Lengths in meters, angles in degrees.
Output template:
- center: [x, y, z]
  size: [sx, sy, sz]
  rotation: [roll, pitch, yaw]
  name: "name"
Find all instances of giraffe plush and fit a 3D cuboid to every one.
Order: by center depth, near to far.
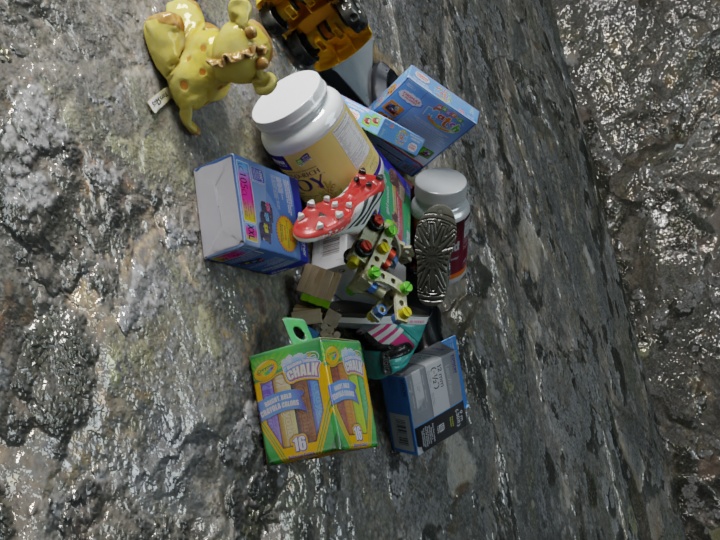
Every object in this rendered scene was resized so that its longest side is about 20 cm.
- center: [-0.192, -0.299, 1.439]
  size: [0.173, 0.162, 0.201]
  rotation: [53, 33, -36]
  name: "giraffe plush"

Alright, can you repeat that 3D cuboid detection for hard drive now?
- center: [-0.023, -0.412, 1.975]
  size: [0.140, 0.033, 0.201]
  rotation: [41, 41, -48]
  name: "hard drive"

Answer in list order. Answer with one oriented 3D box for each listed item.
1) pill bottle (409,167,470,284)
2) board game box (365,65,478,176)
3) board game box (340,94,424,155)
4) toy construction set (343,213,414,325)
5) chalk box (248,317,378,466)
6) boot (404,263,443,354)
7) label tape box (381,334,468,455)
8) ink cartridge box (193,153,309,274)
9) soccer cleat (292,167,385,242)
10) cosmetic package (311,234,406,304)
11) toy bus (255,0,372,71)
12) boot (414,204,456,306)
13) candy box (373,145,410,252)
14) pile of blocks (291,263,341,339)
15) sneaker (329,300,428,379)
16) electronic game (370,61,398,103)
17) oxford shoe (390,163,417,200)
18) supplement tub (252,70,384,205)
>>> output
- center: [0.147, -0.082, 1.953]
  size: [0.114, 0.114, 0.201]
  rotation: [-66, 160, -52]
  name: "pill bottle"
- center: [0.093, -0.263, 1.872]
  size: [0.151, 0.200, 0.037]
  rotation: [31, 53, -18]
  name: "board game box"
- center: [-0.007, -0.264, 1.771]
  size: [0.151, 0.200, 0.037]
  rotation: [14, 105, -60]
  name: "board game box"
- center: [0.038, -0.010, 1.651]
  size: [0.131, 0.092, 0.200]
  rotation: [38, 31, -14]
  name: "toy construction set"
- center: [-0.067, 0.162, 1.474]
  size: [0.124, 0.123, 0.201]
  rotation: [9, 68, -61]
  name: "chalk box"
- center: [0.094, 0.086, 1.886]
  size: [0.163, 0.073, 0.199]
  rotation: [52, 27, -42]
  name: "boot"
- center: [0.131, 0.211, 1.801]
  size: [0.200, 0.066, 0.144]
  rotation: [-21, 107, -40]
  name: "label tape box"
- center: [-0.146, -0.075, 1.508]
  size: [0.200, 0.076, 0.137]
  rotation: [17, 61, -61]
  name: "ink cartridge box"
- center: [-0.028, -0.079, 1.563]
  size: [0.200, 0.068, 0.085]
  rotation: [-42, 145, -42]
  name: "soccer cleat"
- center: [0.000, 0.000, 1.751]
  size: [0.200, 0.071, 0.102]
  rotation: [41, 42, -47]
  name: "cosmetic package"
- center: [-0.089, -0.476, 1.791]
  size: [0.200, 0.135, 0.193]
  rotation: [37, 31, -47]
  name: "toy bus"
- center: [0.133, -0.027, 1.795]
  size: [0.200, 0.072, 0.183]
  rotation: [-25, 125, -77]
  name: "boot"
- center: [0.013, -0.125, 1.838]
  size: [0.200, 0.077, 0.170]
  rotation: [41, 41, -46]
  name: "candy box"
- center: [-0.063, 0.090, 1.606]
  size: [0.062, 0.082, 0.201]
  rotation: [113, -28, -83]
  name: "pile of blocks"
- center: [0.013, 0.116, 1.711]
  size: [0.199, 0.084, 0.121]
  rotation: [5, 104, -31]
  name: "sneaker"
- center: [0.058, -0.310, 2.053]
  size: [0.200, 0.041, 0.201]
  rotation: [-9, 90, -73]
  name: "electronic game"
- center: [0.097, -0.172, 2.036]
  size: [0.200, 0.071, 0.074]
  rotation: [24, 53, -57]
  name: "oxford shoe"
- center: [-0.067, -0.199, 1.648]
  size: [0.200, 0.145, 0.146]
  rotation: [54, 33, -34]
  name: "supplement tub"
